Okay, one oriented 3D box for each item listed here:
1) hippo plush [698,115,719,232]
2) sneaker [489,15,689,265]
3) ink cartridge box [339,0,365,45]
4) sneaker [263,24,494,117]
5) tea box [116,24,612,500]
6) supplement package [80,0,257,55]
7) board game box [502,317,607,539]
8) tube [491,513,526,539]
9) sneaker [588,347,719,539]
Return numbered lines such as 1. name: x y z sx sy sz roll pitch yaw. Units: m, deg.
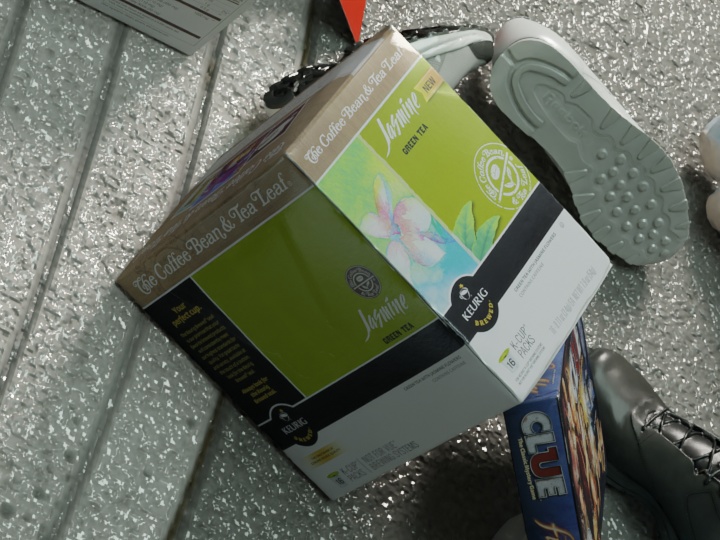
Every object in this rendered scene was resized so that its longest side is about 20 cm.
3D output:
1. hippo plush: 0.342 -0.074 1.812 0.161 0.158 0.202 24 67 -63
2. sneaker: 0.162 -0.092 1.708 0.200 0.076 0.081 53 12 -19
3. ink cartridge box: 0.013 -0.277 1.637 0.163 0.057 0.201 66 24 -55
4. sneaker: 0.017 -0.110 1.614 0.200 0.074 0.080 -30 108 -42
5. tea box: 0.000 0.000 1.454 0.197 0.200 0.134 46 50 -11
6. supplement package: -0.125 -0.268 1.546 0.155 0.111 0.201 24 57 -26
7. board game box: 0.121 0.099 1.508 0.200 0.034 0.136 -71 151 -67
8. tube: 0.166 0.228 1.566 0.199 0.077 0.051 36 93 -16
9. sneaker: 0.215 0.131 1.628 0.076 0.091 0.201 -37 92 -40
